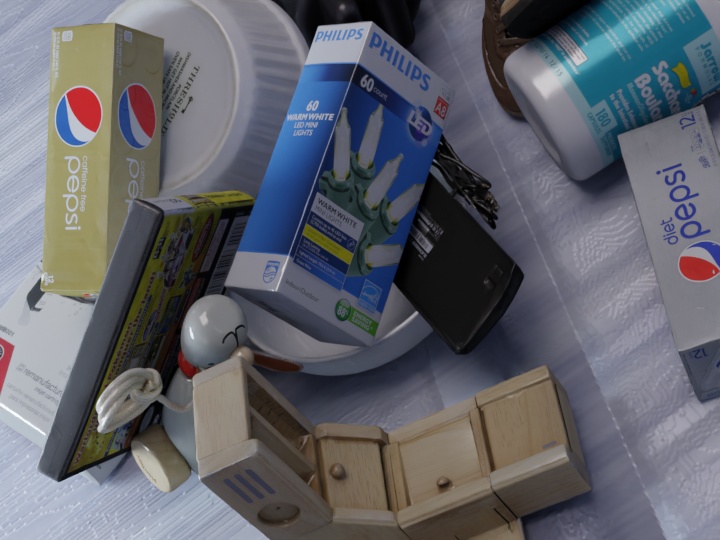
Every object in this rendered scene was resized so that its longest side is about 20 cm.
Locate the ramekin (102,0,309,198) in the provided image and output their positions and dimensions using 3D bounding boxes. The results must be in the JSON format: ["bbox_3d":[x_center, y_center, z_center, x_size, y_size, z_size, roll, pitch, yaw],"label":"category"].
[{"bbox_3d":[-0.139,-0.137,1.230,0.200,0.094,0.206,-2,87,28],"label":"ramekin"}]

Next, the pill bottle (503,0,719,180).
[{"bbox_3d":[0.214,-0.164,1.144,0.199,0.111,0.111,-34,45,3],"label":"pill bottle"}]

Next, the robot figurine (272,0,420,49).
[{"bbox_3d":[-0.020,-0.262,1.351,0.201,0.149,0.126,59,135,44],"label":"robot figurine"}]

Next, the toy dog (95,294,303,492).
[{"bbox_3d":[-0.098,0.104,1.077,0.096,0.200,0.132,41,79,14],"label":"toy dog"}]

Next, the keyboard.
[{"bbox_3d":[0.061,-0.030,1.099,0.105,0.039,0.200,-53,45,15],"label":"keyboard"}]

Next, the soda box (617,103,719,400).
[{"bbox_3d":[0.233,-0.015,1.049,0.067,0.064,0.202,-19,48,13],"label":"soda box"}]

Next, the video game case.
[{"bbox_3d":[-0.149,0.040,1.097,0.025,0.181,0.202,25,102,13],"label":"video game case"}]

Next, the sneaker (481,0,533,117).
[{"bbox_3d":[0.120,-0.226,1.229,0.070,0.075,0.203,-7,77,22],"label":"sneaker"}]

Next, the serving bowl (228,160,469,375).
[{"bbox_3d":[0.000,0.000,1.169,0.198,0.066,0.202,-15,50,19],"label":"serving bowl"}]

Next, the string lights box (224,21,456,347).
[{"bbox_3d":[-0.012,-0.060,1.072,0.059,0.102,0.202,5,70,45],"label":"string lights box"}]

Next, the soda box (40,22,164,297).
[{"bbox_3d":[-0.196,-0.081,1.164,0.063,0.068,0.203,0,86,28],"label":"soda box"}]

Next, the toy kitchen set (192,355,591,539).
[{"bbox_3d":[0.027,0.139,0.961,0.198,0.181,0.165,-24,47,16],"label":"toy kitchen set"}]

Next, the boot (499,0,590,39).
[{"bbox_3d":[0.136,-0.261,1.161,0.077,0.139,0.199,-35,-4,39],"label":"boot"}]

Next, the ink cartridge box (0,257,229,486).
[{"bbox_3d":[-0.210,0.049,1.237,0.143,0.084,0.201,23,67,39],"label":"ink cartridge box"}]
